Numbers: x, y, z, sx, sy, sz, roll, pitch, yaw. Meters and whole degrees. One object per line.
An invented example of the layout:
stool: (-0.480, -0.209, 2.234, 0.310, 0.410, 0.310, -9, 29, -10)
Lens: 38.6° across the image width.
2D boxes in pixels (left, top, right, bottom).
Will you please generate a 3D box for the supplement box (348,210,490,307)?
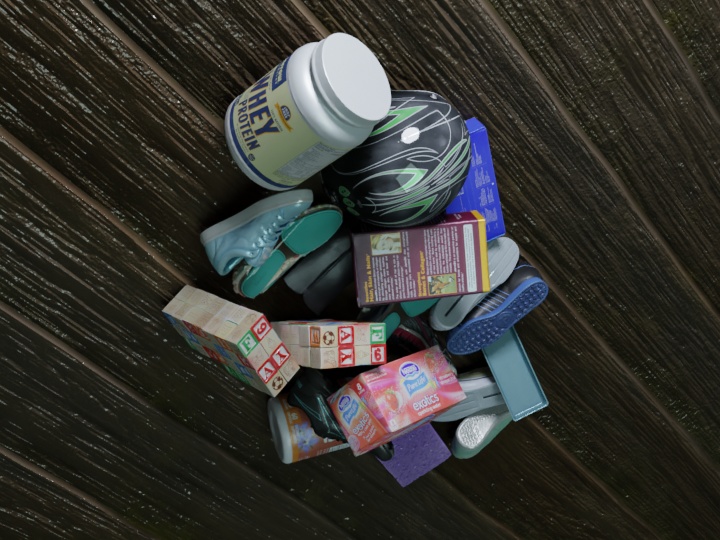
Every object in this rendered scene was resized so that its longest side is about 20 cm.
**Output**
supplement box: (0.086, -0.019, 1.517, 0.197, 0.086, 0.112, -6, 102, -1)

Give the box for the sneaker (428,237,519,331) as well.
sneaker: (0.180, 0.021, 1.697, 0.200, 0.071, 0.073, -42, 93, -17)

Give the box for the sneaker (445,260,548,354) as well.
sneaker: (0.221, 0.062, 1.734, 0.199, 0.078, 0.070, -34, 127, 5)

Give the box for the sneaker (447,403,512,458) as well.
sneaker: (0.237, 0.263, 1.880, 0.200, 0.074, 0.119, -39, 166, -21)

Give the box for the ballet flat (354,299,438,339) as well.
ballet flat: (0.052, 0.055, 1.634, 0.200, 0.073, 0.073, -41, 128, -12)

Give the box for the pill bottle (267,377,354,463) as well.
pill bottle: (-0.048, 0.242, 1.707, 0.197, 0.112, 0.114, -13, 124, -16)

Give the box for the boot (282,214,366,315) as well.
boot: (-0.001, -0.001, 1.589, 0.200, 0.066, 0.165, -41, 99, 1)

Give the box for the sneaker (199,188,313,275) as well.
sneaker: (-0.138, -0.052, 1.467, 0.198, 0.083, 0.074, -25, 175, 32)

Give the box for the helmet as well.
helmet: (0.058, -0.157, 1.452, 0.199, 0.189, 0.203, -14, 107, -52)

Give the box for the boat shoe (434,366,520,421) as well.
boat shoe: (0.186, 0.215, 1.816, 0.197, 0.062, 0.073, -12, 116, 6)

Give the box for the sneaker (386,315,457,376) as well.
sneaker: (0.109, 0.125, 1.730, 0.080, 0.076, 0.200, -4, 148, 30)

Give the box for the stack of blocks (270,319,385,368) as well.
stack of blocks: (-0.064, 0.108, 1.554, 0.114, 0.199, 0.060, -1, 90, -33)

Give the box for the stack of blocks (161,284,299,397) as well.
stack of blocks: (-0.192, 0.100, 1.504, 0.059, 0.199, 0.116, -48, 129, -22)

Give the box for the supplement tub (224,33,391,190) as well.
supplement tub: (-0.070, -0.208, 1.357, 0.144, 0.147, 0.199, 29, 139, -33)

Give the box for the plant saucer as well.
plant saucer: (0.251, 0.152, 1.764, 0.069, 0.019, 0.202, -23, 85, -7)

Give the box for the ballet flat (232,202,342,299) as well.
ballet flat: (-0.117, -0.041, 1.536, 0.199, 0.064, 0.076, -38, 127, 0)

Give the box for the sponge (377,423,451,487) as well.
sponge: (0.087, 0.314, 1.823, 0.111, 0.030, 0.200, -32, 144, 0)

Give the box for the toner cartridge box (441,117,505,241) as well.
toner cartridge box: (0.164, -0.130, 1.612, 0.094, 0.043, 0.202, -22, 125, -8)

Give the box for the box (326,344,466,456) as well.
box: (0.058, 0.197, 1.588, 0.199, 0.104, 0.095, -13, 159, -49)

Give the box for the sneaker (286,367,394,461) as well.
sneaker: (-0.030, 0.237, 1.628, 0.200, 0.075, 0.079, 44, 95, -5)
